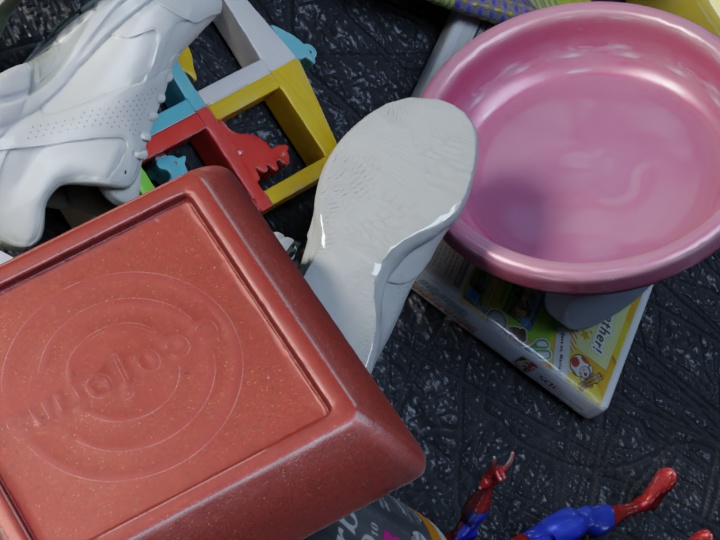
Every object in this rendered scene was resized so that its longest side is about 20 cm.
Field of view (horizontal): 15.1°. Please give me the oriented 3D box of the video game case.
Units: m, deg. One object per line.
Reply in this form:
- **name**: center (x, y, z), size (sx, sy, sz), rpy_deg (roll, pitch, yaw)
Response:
- **video game case**: center (0.098, -0.040, 1.573), size (0.182, 0.023, 0.200), rpy_deg (37, 51, -15)

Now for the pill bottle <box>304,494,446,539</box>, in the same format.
- **pill bottle**: center (-0.055, 0.131, 1.288), size (0.200, 0.116, 0.116), rpy_deg (34, 51, -38)

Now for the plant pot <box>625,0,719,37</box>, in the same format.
- **plant pot**: center (0.294, -0.207, 1.685), size (0.201, 0.189, 0.201), rpy_deg (16, 59, -29)

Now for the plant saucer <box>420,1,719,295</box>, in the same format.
- **plant saucer**: center (0.128, -0.061, 1.500), size (0.200, 0.051, 0.201), rpy_deg (-4, 51, 5)

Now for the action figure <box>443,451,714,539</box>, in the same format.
- **action figure**: center (0.113, 0.138, 1.446), size (0.200, 0.099, 0.065), rpy_deg (-13, 61, -36)

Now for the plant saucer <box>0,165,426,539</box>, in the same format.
- **plant saucer**: center (-0.104, 0.052, 1.195), size (0.200, 0.037, 0.200), rpy_deg (-27, 58, -12)

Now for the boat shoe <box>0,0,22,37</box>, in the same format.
- **boat shoe**: center (-0.179, -0.167, 1.351), size (0.061, 0.072, 0.201), rpy_deg (41, 93, -2)

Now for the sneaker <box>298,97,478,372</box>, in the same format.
- **sneaker**: center (0.000, 0.000, 1.438), size (0.075, 0.088, 0.200), rpy_deg (24, 65, 7)

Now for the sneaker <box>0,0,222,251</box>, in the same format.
- **sneaker**: center (-0.135, -0.077, 1.375), size (0.200, 0.078, 0.099), rpy_deg (-41, 100, -30)

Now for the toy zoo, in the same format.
- **toy zoo**: center (-0.092, -0.083, 1.460), size (0.200, 0.020, 0.131), rpy_deg (-31, 87, -40)

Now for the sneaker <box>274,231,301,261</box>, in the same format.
- **sneaker**: center (-0.083, 0.006, 1.341), size (0.079, 0.200, 0.074), rpy_deg (25, 96, 8)

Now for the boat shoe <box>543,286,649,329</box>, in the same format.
- **boat shoe**: center (0.159, -0.038, 1.565), size (0.065, 0.074, 0.200), rpy_deg (35, 50, 23)

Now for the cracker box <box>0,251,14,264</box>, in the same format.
- **cracker box**: center (-0.229, 0.038, 1.279), size (0.200, 0.058, 0.134), rpy_deg (29, 55, -22)

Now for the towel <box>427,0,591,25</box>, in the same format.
- **towel**: center (0.057, -0.209, 1.611), size (0.200, 0.023, 0.144), rpy_deg (19, 46, -27)
